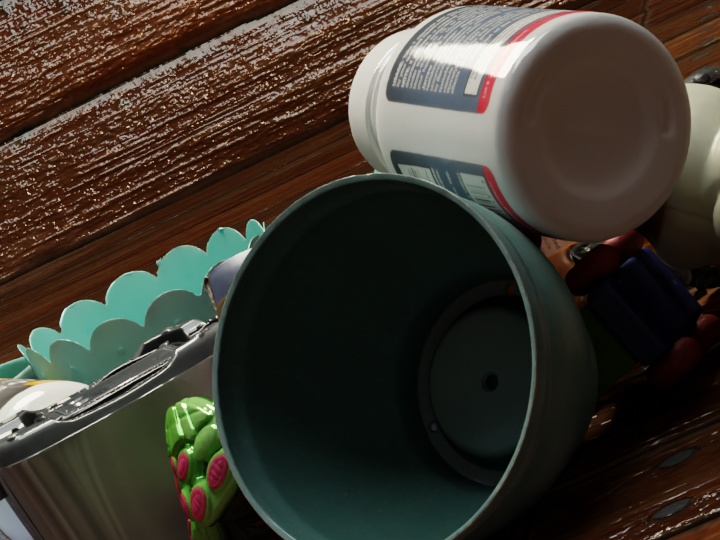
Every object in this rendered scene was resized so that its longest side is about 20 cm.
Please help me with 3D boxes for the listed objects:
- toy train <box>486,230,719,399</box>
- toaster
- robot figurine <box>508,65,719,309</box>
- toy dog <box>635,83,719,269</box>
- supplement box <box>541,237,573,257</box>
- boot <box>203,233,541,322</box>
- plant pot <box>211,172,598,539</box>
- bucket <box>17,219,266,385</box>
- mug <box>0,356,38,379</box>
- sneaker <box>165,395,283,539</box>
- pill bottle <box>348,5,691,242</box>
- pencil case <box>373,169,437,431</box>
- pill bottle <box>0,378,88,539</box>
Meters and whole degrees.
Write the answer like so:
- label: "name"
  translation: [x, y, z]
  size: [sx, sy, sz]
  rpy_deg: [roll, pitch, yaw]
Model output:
- label: "toy train"
  translation: [0.140, 0.039, 1.667]
  size: [0.116, 0.085, 0.200]
  rpy_deg: [-42, -4, 19]
- label: "toaster"
  translation: [-0.123, 0.116, 1.773]
  size: [0.200, 0.129, 0.114]
  rpy_deg: [-30, 10, -15]
- label: "robot figurine"
  translation: [0.171, -0.044, 1.750]
  size: [0.200, 0.145, 0.058]
  rpy_deg: [-23, 31, -35]
- label: "toy dog"
  translation: [0.226, -0.058, 1.589]
  size: [0.200, 0.194, 0.140]
  rpy_deg: [-10, 26, 35]
- label: "supplement box"
  translation: [0.070, 0.021, 1.854]
  size: [0.200, 0.103, 0.101]
  rpy_deg: [-25, 8, 22]
- label: "boot"
  translation: [0.000, 0.000, 1.650]
  size: [0.200, 0.097, 0.075]
  rpy_deg: [-30, -30, 9]
- label: "plant pot"
  translation: [0.042, 0.056, 1.527]
  size: [0.200, 0.200, 0.134]
  rpy_deg: [-21, -17, 32]
- label: "bucket"
  translation: [-0.122, 0.067, 2.046]
  size: [0.207, 0.135, 0.207]
  rpy_deg: [-26, 10, 5]
- label: "mug"
  translation: [-0.274, 0.145, 2.111]
  size: [0.152, 0.114, 0.185]
  rpy_deg: [-27, 8, -1]
- label: "sneaker"
  translation: [-0.062, 0.113, 1.637]
  size: [0.084, 0.077, 0.200]
  rpy_deg: [-16, -17, -5]
- label: "pill bottle"
  translation: [0.077, -0.083, 1.575]
  size: [0.120, 0.120, 0.200]
  rpy_deg: [-30, 19, -21]
- label: "pencil case"
  translation: [0.034, 0.007, 1.721]
  size: [0.088, 0.200, 0.088]
  rpy_deg: [9, -1, 0]
- label: "pill bottle"
  translation: [-0.209, 0.129, 1.913]
  size: [0.116, 0.116, 0.200]
  rpy_deg: [-31, 12, -25]
